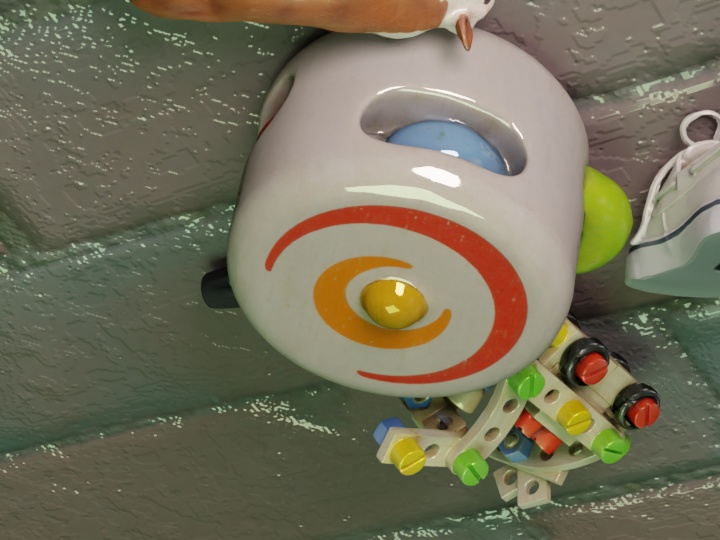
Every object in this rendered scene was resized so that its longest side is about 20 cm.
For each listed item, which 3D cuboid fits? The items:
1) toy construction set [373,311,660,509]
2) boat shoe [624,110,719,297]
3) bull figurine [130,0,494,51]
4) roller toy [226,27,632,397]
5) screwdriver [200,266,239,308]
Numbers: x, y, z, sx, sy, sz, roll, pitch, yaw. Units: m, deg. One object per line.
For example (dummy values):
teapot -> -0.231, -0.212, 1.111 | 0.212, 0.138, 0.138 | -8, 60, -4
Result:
toy construction set -> 0.097, 0.088, 1.209 | 0.131, 0.092, 0.200 | -46, 148, 5
boat shoe -> 0.187, -0.040, 1.081 | 0.074, 0.086, 0.202 | 7, 168, -2
bull figurine -> -0.027, -0.161, 0.995 | 0.200, 0.065, 0.122 | 0, 134, 9
roller toy -> 0.023, -0.026, 1.078 | 0.200, 0.140, 0.182 | -17, 131, 29
screwdriver -> 0.000, 0.000, 1.198 | 0.200, 0.029, 0.028 | -6, 137, 20
